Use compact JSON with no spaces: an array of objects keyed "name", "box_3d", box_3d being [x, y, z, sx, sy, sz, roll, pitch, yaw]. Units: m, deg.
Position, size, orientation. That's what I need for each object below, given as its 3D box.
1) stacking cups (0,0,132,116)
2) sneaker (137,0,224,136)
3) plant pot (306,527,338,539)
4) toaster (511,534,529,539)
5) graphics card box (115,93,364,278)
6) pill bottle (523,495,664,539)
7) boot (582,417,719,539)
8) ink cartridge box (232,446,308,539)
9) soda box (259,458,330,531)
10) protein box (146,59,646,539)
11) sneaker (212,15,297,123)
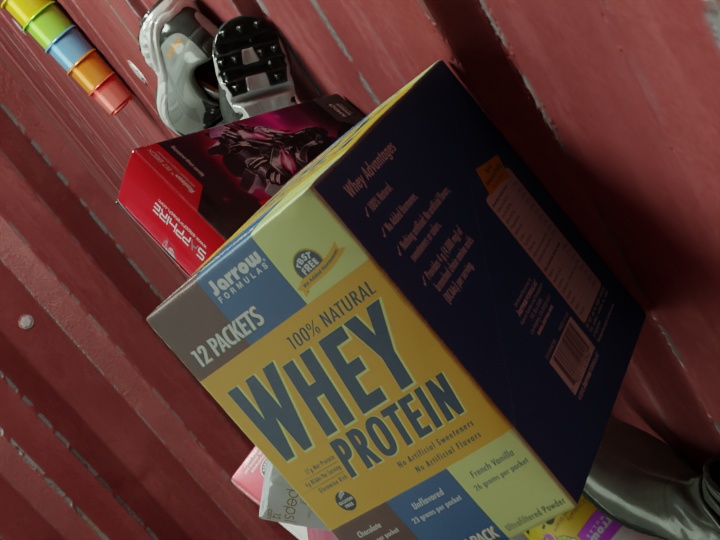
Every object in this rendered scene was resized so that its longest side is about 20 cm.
[{"name":"stacking cups","box_3d":[-0.383,-0.286,1.623,0.200,0.060,0.060,51,168,-10]},{"name":"sneaker","box_3d":[-0.141,-0.162,1.113,0.079,0.074,0.200,39,166,19]},{"name":"plant pot","box_3d":[0.034,0.147,0.920,0.200,0.199,0.180,40,136,35]},{"name":"toaster","box_3d":[0.184,0.279,1.086,0.119,0.181,0.200,35,164,39]},{"name":"graphics card box","box_3d":[-0.049,-0.051,0.847,0.125,0.199,0.051,43,131,24]},{"name":"pill bottle","box_3d":[0.186,0.190,0.967,0.200,0.104,0.104,40,166,34]},{"name":"boot","box_3d":[0.224,0.144,0.811,0.200,0.068,0.131,36,160,20]},{"name":"ink cartridge box","box_3d":[0.010,0.197,1.116,0.200,0.146,0.085,35,173,26]},{"name":"soda box","box_3d":[-0.015,0.073,0.805,0.068,0.200,0.064,11,128,-1]},{"name":"protein box","box_3d":[0.031,0.025,0.689,0.135,0.199,0.200,-36,99,34]},{"name":"sneaker","box_3d":[-0.071,-0.100,0.984,0.090,0.066,0.201,-137,33,-81]}]
